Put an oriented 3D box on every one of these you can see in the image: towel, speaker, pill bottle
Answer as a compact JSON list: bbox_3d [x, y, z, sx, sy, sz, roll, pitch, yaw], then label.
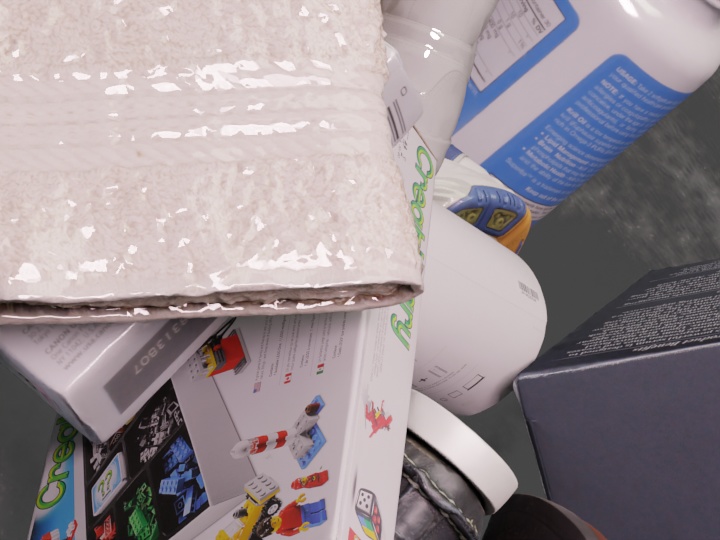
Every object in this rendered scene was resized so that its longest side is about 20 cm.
[{"bbox_3d":[-0.083,-0.049,0.807,0.198,0.035,0.134,-3,70,-15],"label":"towel"},{"bbox_3d":[0.000,0.000,1.048,0.200,0.081,0.082,28,32,-58],"label":"speaker"},{"bbox_3d":[0.106,-0.111,1.266,0.112,0.200,0.113,38,29,-25],"label":"pill bottle"}]

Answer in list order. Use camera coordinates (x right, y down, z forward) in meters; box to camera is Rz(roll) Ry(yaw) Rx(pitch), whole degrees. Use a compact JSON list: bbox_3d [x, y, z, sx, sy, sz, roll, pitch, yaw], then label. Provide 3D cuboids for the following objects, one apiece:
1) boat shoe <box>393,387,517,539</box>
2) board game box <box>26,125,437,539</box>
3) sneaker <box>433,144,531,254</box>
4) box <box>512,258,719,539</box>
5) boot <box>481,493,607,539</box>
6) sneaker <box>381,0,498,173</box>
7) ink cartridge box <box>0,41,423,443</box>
[{"bbox_3d":[-0.004,0.084,0.929,0.076,0.060,0.200,42,-14,1],"label":"boat shoe"},{"bbox_3d":[-0.043,0.040,0.873,0.035,0.126,0.201,52,32,-37],"label":"board game box"},{"bbox_3d":[-0.013,-0.040,1.154,0.199,0.075,0.088,19,23,-50],"label":"sneaker"},{"bbox_3d":[0.163,0.084,1.156,0.200,0.106,0.150,-31,108,-63],"label":"box"},{"bbox_3d":[0.123,0.154,0.952,0.199,0.188,0.069,22,67,-12],"label":"boot"},{"bbox_3d":[0.025,-0.115,1.098,0.073,0.116,0.200,20,10,-11],"label":"sneaker"},{"bbox_3d":[-0.104,-0.061,0.895,0.200,0.163,0.057,37,-14,29],"label":"ink cartridge box"}]
